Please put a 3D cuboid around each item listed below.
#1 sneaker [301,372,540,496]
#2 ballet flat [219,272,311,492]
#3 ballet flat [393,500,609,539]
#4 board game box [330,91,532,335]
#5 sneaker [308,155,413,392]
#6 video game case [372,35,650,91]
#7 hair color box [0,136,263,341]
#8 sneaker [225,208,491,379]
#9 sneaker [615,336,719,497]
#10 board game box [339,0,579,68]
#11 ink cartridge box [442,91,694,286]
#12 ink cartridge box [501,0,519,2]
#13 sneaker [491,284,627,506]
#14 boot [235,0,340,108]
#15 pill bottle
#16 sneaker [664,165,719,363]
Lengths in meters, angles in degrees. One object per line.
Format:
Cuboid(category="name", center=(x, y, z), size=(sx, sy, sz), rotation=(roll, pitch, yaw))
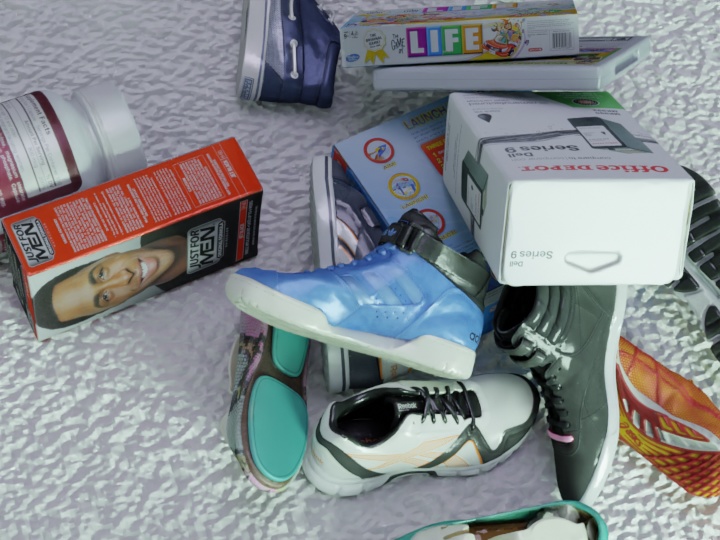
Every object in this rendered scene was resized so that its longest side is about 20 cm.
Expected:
Cuboid(category="sneaker", center=(0.053, 0.118, 1.058), size=(0.197, 0.080, 0.074), rotation=(-15, 59, -19))
Cuboid(category="ballet flat", center=(-0.076, 0.092, 1.063), size=(0.069, 0.071, 0.202), rotation=(36, 41, -32))
Cuboid(category="ballet flat", center=(0.093, 0.206, 1.013), size=(0.197, 0.071, 0.068), rotation=(-9, 60, -13))
Cuboid(category="board game box", center=(0.103, -0.056, 1.188), size=(0.198, 0.056, 0.197), rotation=(-24, 64, -21))
Cuboid(category="sneaker", center=(0.000, 0.000, 1.126), size=(0.078, 0.079, 0.203), rotation=(-5, 70, -5))
Cuboid(category="video game case", center=(0.134, -0.179, 1.189), size=(0.197, 0.022, 0.182), rotation=(3, 18, 24))
Cuboid(category="hair color box", center=(-0.179, -0.026, 1.101), size=(0.198, 0.102, 0.062), rotation=(-22, 63, -19))
Cuboid(category="sneaker", center=(0.003, 0.002, 1.036), size=(0.197, 0.077, 0.113), rotation=(17, 82, -7))
Cuboid(category="sneaker", center=(0.230, 0.104, 1.110), size=(0.200, 0.073, 0.077), rotation=(44, 35, 20))
Cuboid(category="board game box", center=(0.088, -0.207, 1.191), size=(0.197, 0.035, 0.135), rotation=(-2, 16, 7))
Cuboid(category="ink cartridge box", center=(0.155, -0.069, 1.065), size=(0.143, 0.085, 0.201), rotation=(-2, 26, -10))
Cuboid(category="ink cartridge box", center=(0.136, -0.385, 1.382), size=(0.145, 0.083, 0.201), rotation=(24, 58, 7))
Cuboid(category="sneaker", center=(0.144, 0.082, 1.054), size=(0.098, 0.071, 0.204), rotation=(4, 91, -23))
Cuboid(category="boot", center=(-0.063, -0.239, 1.278), size=(0.089, 0.073, 0.203), rotation=(8, 65, -11))
Cuboid(category="pill bottle", center=(-0.280, -0.079, 1.112), size=(0.198, 0.115, 0.115), rotation=(-21, 63, -20))
Cuboid(category="sneaker", center=(0.304, 0.004, 1.168), size=(0.090, 0.078, 0.202), rotation=(8, 56, -56))
